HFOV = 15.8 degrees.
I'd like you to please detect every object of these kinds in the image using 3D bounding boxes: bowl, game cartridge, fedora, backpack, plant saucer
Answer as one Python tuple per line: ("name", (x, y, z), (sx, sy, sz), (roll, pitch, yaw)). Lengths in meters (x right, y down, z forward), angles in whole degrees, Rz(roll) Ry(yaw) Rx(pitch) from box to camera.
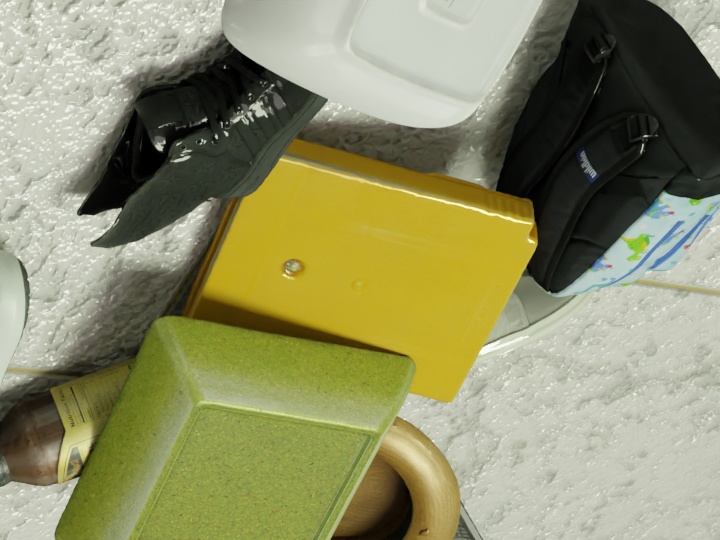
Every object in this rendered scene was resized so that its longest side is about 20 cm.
("bowl", (0.038, -0.180, 1.512), (0.199, 0.075, 0.201), (20, 101, -46))
("game cartridge", (0.000, 0.000, 1.718), (0.199, 0.033, 0.177), (14, 130, -16))
("fedora", (-0.023, 0.149, 1.869), (0.200, 0.082, 0.201), (4, 126, 6))
("backpack", (0.169, -0.067, 1.718), (0.153, 0.163, 0.200), (-4, 145, -42))
("plant saucer", (-0.078, 0.135, 1.738), (0.199, 0.048, 0.200), (11, 122, -28))

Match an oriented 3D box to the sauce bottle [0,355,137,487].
("sauce bottle", (-0.192, 0.107, 1.747), (0.199, 0.065, 0.065), (-21, 143, -7))

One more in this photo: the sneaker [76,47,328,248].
("sneaker", (-0.091, -0.094, 1.582), (0.104, 0.060, 0.200), (-2, 139, -39))

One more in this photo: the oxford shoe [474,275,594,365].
("oxford shoe", (0.078, 0.030, 1.846), (0.199, 0.075, 0.058), (-22, 107, -14))

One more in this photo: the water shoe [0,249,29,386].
("water shoe", (-0.271, 0.069, 1.647), (0.079, 0.072, 0.201), (8, 117, -24))

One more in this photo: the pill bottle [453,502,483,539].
("pill bottle", (0.046, 0.235, 1.945), (0.116, 0.200, 0.117), (-18, 141, -15))
